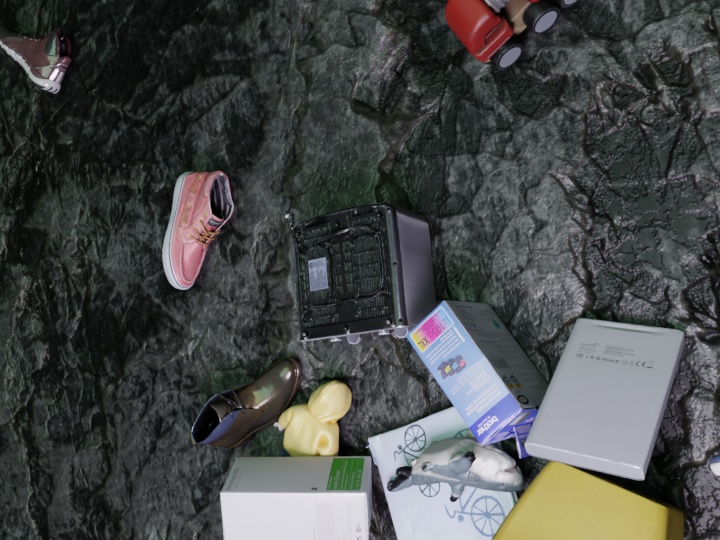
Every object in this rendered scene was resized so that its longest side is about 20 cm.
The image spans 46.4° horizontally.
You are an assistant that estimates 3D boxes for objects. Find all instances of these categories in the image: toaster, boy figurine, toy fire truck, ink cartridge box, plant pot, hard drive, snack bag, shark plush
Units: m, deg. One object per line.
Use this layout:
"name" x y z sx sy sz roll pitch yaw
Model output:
"toaster" 0.000 0.000 1.190 0.179 0.118 0.202 -11 80 31
"boy figurine" -0.077 0.247 1.250 0.124 0.064 0.201 29 100 32
"toy fire truck" 0.184 -0.352 1.055 0.176 0.199 0.129 -42 65 22
"ink cartridge box" 0.165 0.138 1.058 0.076 0.136 0.201 -47 63 22
"plant pot" 0.263 0.325 0.954 0.199 0.200 0.178 18 84 33
"hard drive" 0.285 0.140 0.969 0.131 0.027 0.201 6 45 32
"snack bag" 0.114 0.292 1.147 0.199 0.021 0.190 -26 71 28
"shark plush" 0.112 0.273 1.101 0.199 0.091 0.084 -26 101 23

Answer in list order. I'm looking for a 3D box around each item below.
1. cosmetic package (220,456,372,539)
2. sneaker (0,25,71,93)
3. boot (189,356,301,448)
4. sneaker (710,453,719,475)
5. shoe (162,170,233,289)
"cosmetic package" -0.085 0.319 1.167 0.198 0.108 0.086 -1 106 3
"sneaker" -0.642 -0.456 1.687 0.200 0.076 0.116 44 104 17
"boot" -0.177 0.209 1.298 0.200 0.097 0.075 -49 63 20
"sneaker" 0.458 0.148 0.908 0.199 0.075 0.085 -34 70 15
"shoe" -0.269 -0.069 1.399 0.090 0.071 0.202 0 81 38
